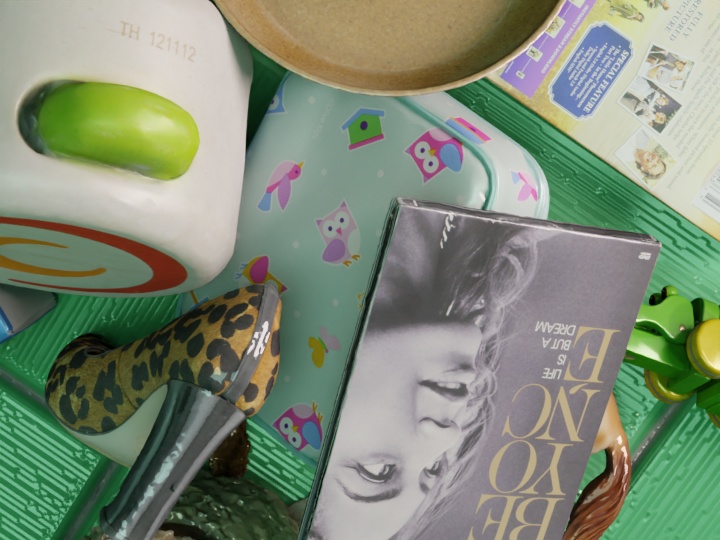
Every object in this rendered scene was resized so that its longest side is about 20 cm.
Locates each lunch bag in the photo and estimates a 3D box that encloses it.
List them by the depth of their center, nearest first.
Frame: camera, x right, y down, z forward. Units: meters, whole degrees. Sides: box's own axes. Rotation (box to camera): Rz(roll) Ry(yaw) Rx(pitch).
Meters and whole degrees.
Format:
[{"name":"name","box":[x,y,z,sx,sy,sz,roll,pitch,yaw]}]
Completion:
[{"name":"lunch bag","box":[0.000,0.000,0.843,0.160,0.077,0.202,35,108,26]}]

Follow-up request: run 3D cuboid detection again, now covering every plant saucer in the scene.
[{"name":"plant saucer","box":[0.012,-0.173,0.805,0.197,0.035,0.203,1,72,-3]}]

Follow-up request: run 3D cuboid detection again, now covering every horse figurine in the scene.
[{"name":"horse figurine","box":[0.084,0.068,0.883,0.132,0.050,0.201,-39,88,8]}]

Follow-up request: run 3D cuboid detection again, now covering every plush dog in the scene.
[{"name":"plush dog","box":[-0.096,0.176,0.872,0.198,0.172,0.162,14,104,6]}]

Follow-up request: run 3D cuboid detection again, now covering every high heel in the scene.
[{"name":"high heel","box":[-0.099,0.041,0.846,0.071,0.200,0.143,29,101,-28]}]

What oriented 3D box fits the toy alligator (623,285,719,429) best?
[{"name":"toy alligator","box":[0.173,0.035,0.857,0.198,0.059,0.055,26,63,-10]}]

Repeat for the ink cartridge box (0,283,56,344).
[{"name":"ink cartridge box","box":[-0.298,0.014,0.911,0.199,0.086,0.147,-31,97,12]}]

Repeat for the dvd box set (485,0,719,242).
[{"name":"dvd box set","box":[0.164,-0.121,0.841,0.199,0.029,0.147,34,104,1]}]

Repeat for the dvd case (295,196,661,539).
[{"name":"dvd case","box":[0.056,0.068,0.799,0.147,0.016,0.202,7,111,-25]}]

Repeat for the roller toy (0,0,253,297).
[{"name":"roller toy","box":[-0.148,-0.073,0.801,0.197,0.182,0.142,1,75,19]}]
